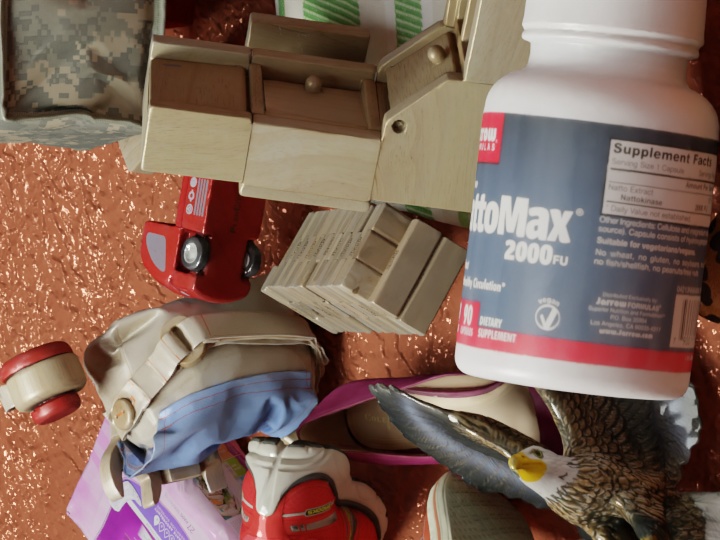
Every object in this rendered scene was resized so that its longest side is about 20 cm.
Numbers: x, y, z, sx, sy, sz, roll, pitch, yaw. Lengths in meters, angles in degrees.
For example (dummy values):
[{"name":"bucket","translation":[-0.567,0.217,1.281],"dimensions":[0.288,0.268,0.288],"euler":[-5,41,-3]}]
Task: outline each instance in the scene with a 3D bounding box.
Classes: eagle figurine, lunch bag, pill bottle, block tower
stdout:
[{"name":"eagle figurine","translation":[0.111,0.099,1.494],"dimensions":[0.200,0.151,0.151],"euler":[60,173,33]},{"name":"lunch bag","translation":[-0.178,-0.176,1.638],"dimensions":[0.164,0.117,0.201],"euler":[173,98,-69]},{"name":"pill bottle","translation":[0.116,-0.042,1.392],"dimensions":[0.119,0.119,0.201],"euler":[8,91,46]},{"name":"block tower","translation":[0.000,0.000,1.584],"dimensions":[0.054,0.058,0.200],"euler":[32,170,-13]}]

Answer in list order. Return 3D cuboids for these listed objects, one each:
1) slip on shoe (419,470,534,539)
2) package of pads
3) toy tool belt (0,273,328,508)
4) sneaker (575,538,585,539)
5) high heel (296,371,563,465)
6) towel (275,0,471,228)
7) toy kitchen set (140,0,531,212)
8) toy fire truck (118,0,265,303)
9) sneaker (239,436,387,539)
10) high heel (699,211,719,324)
[{"name":"slip on shoe","translation":[0.054,0.177,1.564],"dimensions":[0.074,0.200,0.061],"euler":[36,117,-14]},{"name":"package of pads","translation":[-0.098,0.182,1.809],"dimensions":[0.200,0.075,0.121],"euler":[48,132,26]},{"name":"toy tool belt","translation":[-0.109,0.085,1.696],"dimensions":[0.125,0.199,0.123],"euler":[-38,72,56]},{"name":"sneaker","translation":[0.158,0.229,1.548],"dimensions":[0.200,0.074,0.087],"euler":[39,124,31]},{"name":"high heel","translation":[0.058,0.089,1.587],"dimensions":[0.199,0.096,0.068],"euler":[-8,97,49]},{"name":"towel","translation":[0.025,-0.107,1.613],"dimensions":[0.199,0.023,0.154],"euler":[15,114,43]},{"name":"toy kitchen set","translation":[-0.009,-0.152,1.507],"dimensions":[0.163,0.199,0.181],"euler":[-96,15,-59]},{"name":"toy fire truck","translation":[-0.109,-0.089,1.698],"dimensions":[0.141,0.049,0.201],"euler":[14,96,48]},{"name":"sneaker","translation":[-0.038,0.157,1.657],"dimensions":[0.077,0.200,0.085],"euler":[9,74,16]},{"name":"high heel","translation":[0.190,-0.066,1.407],"dimensions":[0.142,0.071,0.201],"euler":[-2,108,46]}]
